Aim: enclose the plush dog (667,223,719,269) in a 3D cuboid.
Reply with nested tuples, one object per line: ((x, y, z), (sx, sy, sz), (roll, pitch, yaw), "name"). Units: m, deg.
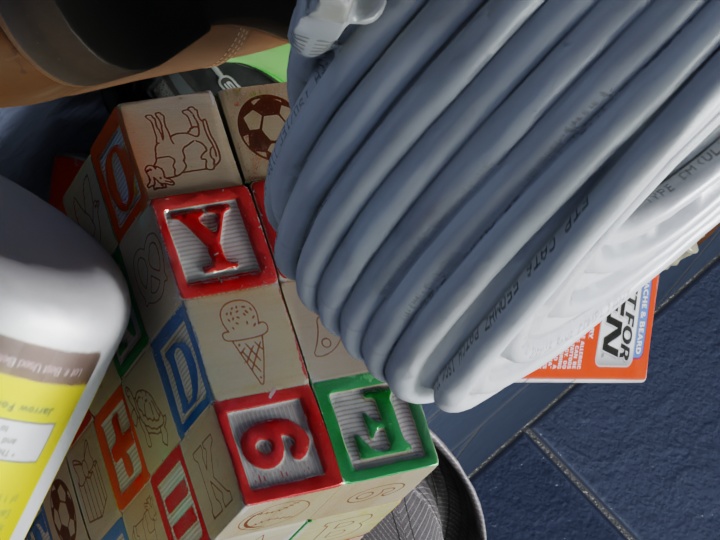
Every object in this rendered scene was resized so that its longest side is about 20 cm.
((0.088, -0.122, 1.023), (0.172, 0.160, 0.200), (-62, -166, 20), "plush dog")

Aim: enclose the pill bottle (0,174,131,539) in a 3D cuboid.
((-0.148, 0.068, 0.689), (0.201, 0.109, 0.109), (-63, 167, 10), "pill bottle")

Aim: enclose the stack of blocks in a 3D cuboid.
((-0.057, 0.044, 0.765), (0.058, 0.116, 0.200), (-10, 159, -27), "stack of blocks")

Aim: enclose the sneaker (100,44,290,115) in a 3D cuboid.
((-0.042, -0.070, 0.845), (0.083, 0.077, 0.200), (-8, 175, -3), "sneaker")

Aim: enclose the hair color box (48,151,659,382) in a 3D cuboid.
((0.000, 0.000, 0.916), (0.199, 0.111, 0.064), (4, 96, -45), "hair color box")

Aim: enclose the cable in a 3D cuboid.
((0.066, -0.055, 0.543), (0.200, 0.069, 0.200), (-39, 168, -21), "cable")

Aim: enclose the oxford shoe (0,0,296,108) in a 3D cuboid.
((-0.053, -0.077, 0.622), (0.071, 0.072, 0.200), (-17, -177, 27), "oxford shoe")

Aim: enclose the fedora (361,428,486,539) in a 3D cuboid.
((-0.040, 0.136, 0.908), (0.200, 0.091, 0.177), (-39, 128, 15), "fedora")
